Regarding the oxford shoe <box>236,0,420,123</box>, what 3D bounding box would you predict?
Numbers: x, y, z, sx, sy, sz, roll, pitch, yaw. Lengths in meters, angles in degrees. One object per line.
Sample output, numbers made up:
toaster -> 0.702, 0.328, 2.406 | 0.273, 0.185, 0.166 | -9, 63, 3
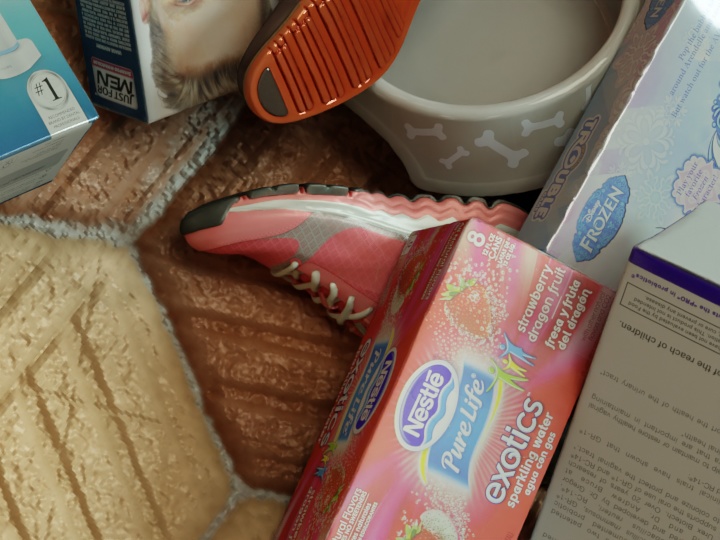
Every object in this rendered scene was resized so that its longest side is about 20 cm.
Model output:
oxford shoe -> -0.010, -0.153, 1.442 | 0.200, 0.072, 0.071 | -47, 136, -30

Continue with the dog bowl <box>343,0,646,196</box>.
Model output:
dog bowl -> 0.070, -0.138, 1.486 | 0.199, 0.059, 0.201 | -4, 54, 5

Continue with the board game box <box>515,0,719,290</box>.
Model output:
board game box -> 0.209, -0.048, 1.448 | 0.199, 0.043, 0.200 | 34, 81, -26

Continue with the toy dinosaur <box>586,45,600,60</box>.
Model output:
toy dinosaur -> 0.143, -0.114, 1.544 | 0.102, 0.077, 0.200 | 13, 35, -25

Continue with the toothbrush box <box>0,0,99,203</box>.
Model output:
toothbrush box -> -0.252, -0.119, 1.356 | 0.146, 0.085, 0.200 | -27, 82, -33

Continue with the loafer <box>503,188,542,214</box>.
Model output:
loafer -> 0.151, -0.007, 1.514 | 0.067, 0.076, 0.200 | -25, 83, -31

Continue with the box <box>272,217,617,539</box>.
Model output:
box -> 0.041, 0.082, 1.366 | 0.095, 0.100, 0.200 | 27, 79, -14

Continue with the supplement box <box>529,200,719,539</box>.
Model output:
supplement box -> 0.171, 0.081, 1.361 | 0.103, 0.200, 0.101 | 26, 25, 21

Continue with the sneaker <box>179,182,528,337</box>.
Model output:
sneaker -> 0.000, 0.000, 1.439 | 0.199, 0.074, 0.087 | 4, 86, -18

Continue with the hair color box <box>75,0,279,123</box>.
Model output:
hair color box -> -0.104, -0.190, 1.414 | 0.100, 0.060, 0.201 | -24, 119, -33

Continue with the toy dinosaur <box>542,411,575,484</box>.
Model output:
toy dinosaur -> 0.114, 0.084, 1.471 | 0.199, 0.047, 0.088 | 19, 76, -18
